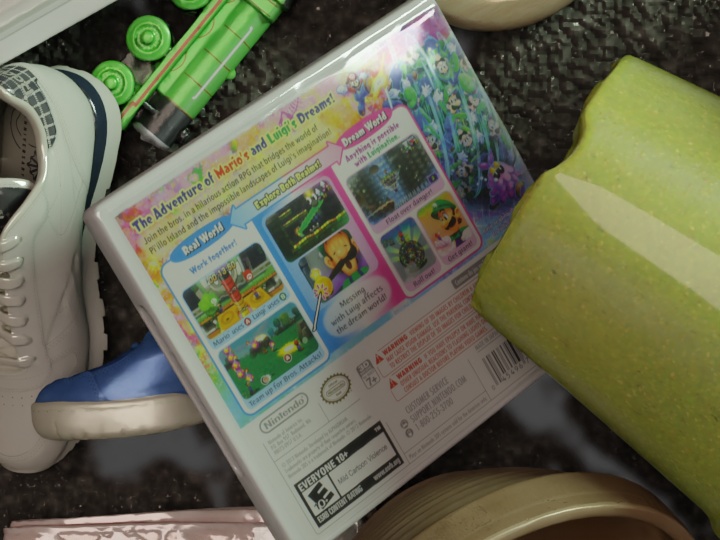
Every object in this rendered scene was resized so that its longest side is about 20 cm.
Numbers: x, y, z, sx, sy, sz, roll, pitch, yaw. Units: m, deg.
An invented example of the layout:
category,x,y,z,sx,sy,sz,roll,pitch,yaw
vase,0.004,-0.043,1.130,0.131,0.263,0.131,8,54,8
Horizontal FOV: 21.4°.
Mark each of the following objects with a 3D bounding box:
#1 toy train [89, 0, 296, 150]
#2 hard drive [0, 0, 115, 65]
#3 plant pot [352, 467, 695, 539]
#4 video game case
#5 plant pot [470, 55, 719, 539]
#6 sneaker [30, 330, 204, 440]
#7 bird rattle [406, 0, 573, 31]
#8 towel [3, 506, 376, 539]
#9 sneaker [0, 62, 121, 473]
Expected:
category,x,y,z,sx,sy,sz,roll,pitch,yaw
toy train,-0.059,-0.143,0.946,0.056,0.042,0.200,39,91,-3
hard drive,-0.122,-0.179,0.925,0.199,0.026,0.132,-29,43,5
plant pot,0.051,0.158,0.863,0.201,0.201,0.093,-43,44,2
video game case,0.000,0.000,0.870,0.199,0.024,0.183,-35,101,-24
plant pot,0.155,0.010,0.825,0.183,0.200,0.201,33,90,6
sneaker,-0.066,0.012,0.908,0.198,0.077,0.112,-13,89,-5
bird rattle,0.075,-0.195,0.914,0.199,0.113,0.164,17,112,-20
towel,-0.078,0.217,0.927,0.189,0.032,0.202,-5,85,7
sneaker,-0.167,0.001,0.914,0.076,0.080,0.202,6,98,17
